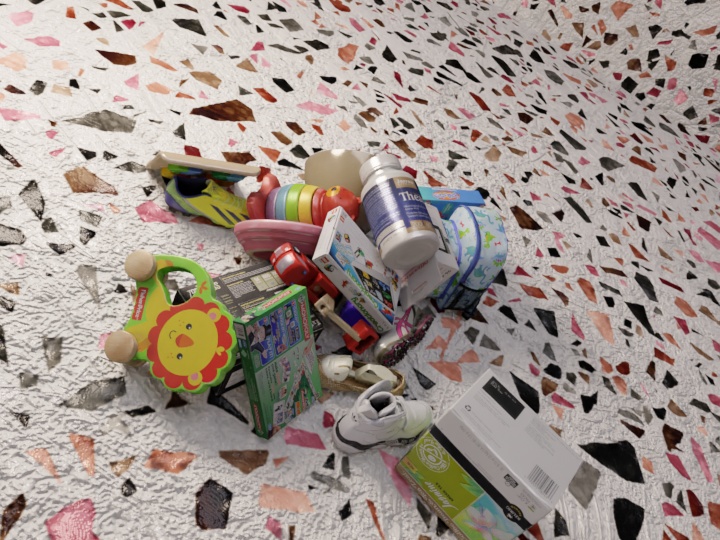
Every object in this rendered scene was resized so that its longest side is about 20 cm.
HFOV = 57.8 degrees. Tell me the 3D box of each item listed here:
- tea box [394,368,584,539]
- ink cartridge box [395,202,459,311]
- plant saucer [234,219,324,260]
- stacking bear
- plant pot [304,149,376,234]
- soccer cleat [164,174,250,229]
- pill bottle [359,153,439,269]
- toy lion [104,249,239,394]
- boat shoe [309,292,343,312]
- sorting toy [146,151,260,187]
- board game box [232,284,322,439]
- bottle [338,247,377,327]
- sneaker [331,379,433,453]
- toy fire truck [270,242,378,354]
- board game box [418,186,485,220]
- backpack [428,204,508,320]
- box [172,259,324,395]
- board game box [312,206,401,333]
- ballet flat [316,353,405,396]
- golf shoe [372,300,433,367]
[{"bbox_3d":[0.196,0.305,1.027,0.200,0.197,0.133,44,42,15],"label":"tea box"},{"bbox_3d":[0.117,-0.024,1.276,0.067,0.116,0.201,18,44,-37],"label":"ink cartridge box"},{"bbox_3d":[-0.134,-0.047,1.202,0.199,0.200,0.051,9,80,-24],"label":"plant saucer"},{"bbox_3d":[-0.098,-0.119,1.256,0.198,0.114,0.122,1,36,21],"label":"stacking bear"},{"bbox_3d":[-0.025,-0.145,1.360,0.199,0.200,0.136,12,73,-20],"label":"plant pot"},{"bbox_3d":[-0.274,-0.134,1.256,0.198,0.084,0.065,11,45,-22],"label":"soccer cleat"},{"bbox_3d":[0.065,-0.113,1.210,0.110,0.111,0.201,-1,59,-31],"label":"pill bottle"},{"bbox_3d":[-0.270,0.079,0.979,0.190,0.069,0.202,6,75,7],"label":"toy lion"},{"bbox_3d":[-0.048,0.002,1.272,0.072,0.068,0.201,30,42,-1],"label":"boat shoe"},{"bbox_3d":[-0.306,-0.191,1.256,0.184,0.200,0.037,6,92,-26],"label":"sorting toy"},{"bbox_3d":[-0.123,0.140,1.012,0.029,0.202,0.134,10,28,35],"label":"board game box"},{"bbox_3d":[0.014,0.034,1.268,0.065,0.084,0.201,27,41,-5],"label":"bottle"},{"bbox_3d":[0.057,0.235,1.073,0.199,0.115,0.075,-5,53,-34],"label":"sneaker"},{"bbox_3d":[-0.062,0.049,1.117,0.200,0.049,0.141,40,12,-42],"label":"toy fire truck"},{"bbox_3d":[0.156,-0.114,1.442,0.198,0.153,0.045,0,50,-30],"label":"board game box"},{"bbox_3d":[0.206,-0.032,1.356,0.146,0.201,0.184,10,46,-22],"label":"backpack"},{"bbox_3d":[-0.190,0.088,1.090,0.199,0.086,0.164,-21,63,-42],"label":"box"},{"bbox_3d":[0.000,0.000,1.152,0.200,0.034,0.127,49,36,-29],"label":"board game box"},{"bbox_3d":[-0.010,0.175,1.128,0.198,0.065,0.071,15,47,-17],"label":"ballet flat"},{"bbox_3d":[0.062,0.116,1.224,0.092,0.073,0.200,34,27,14],"label":"golf shoe"}]
